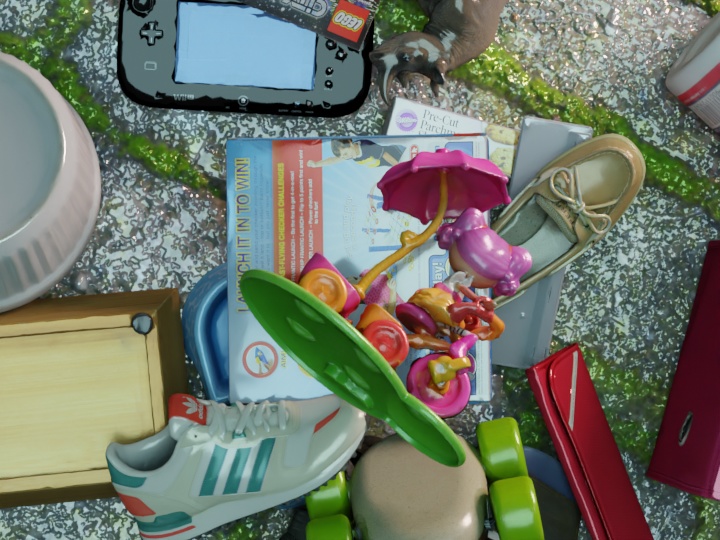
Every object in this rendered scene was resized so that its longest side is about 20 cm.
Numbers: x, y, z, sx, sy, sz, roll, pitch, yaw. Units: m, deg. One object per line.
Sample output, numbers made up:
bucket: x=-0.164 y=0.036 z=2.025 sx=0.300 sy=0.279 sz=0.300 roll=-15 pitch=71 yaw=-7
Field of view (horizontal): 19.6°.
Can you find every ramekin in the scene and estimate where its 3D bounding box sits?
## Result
ramekin: x=-0.294 y=-0.074 z=1.550 sx=0.201 sy=0.094 sz=0.204 roll=1 pitch=74 yaw=-4

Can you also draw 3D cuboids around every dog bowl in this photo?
dog bowl: x=-0.072 y=0.089 z=1.617 sx=0.111 sy=0.050 sz=0.201 roll=-15 pitch=91 yaw=-6

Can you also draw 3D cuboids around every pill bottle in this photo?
pill bottle: x=0.348 y=-0.122 z=1.626 sx=0.200 sy=0.120 sz=0.120 roll=43 pitch=86 yaw=-5

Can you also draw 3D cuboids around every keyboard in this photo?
keyboard: x=0.136 y=-0.019 z=1.634 sx=0.056 sy=0.011 sz=0.201 roll=10 pitch=104 yaw=1

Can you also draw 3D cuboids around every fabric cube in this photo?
fabric cube: x=0.353 y=0.095 z=1.586 sx=0.199 sy=0.196 sz=0.200 roll=16 pitch=88 yaw=-5

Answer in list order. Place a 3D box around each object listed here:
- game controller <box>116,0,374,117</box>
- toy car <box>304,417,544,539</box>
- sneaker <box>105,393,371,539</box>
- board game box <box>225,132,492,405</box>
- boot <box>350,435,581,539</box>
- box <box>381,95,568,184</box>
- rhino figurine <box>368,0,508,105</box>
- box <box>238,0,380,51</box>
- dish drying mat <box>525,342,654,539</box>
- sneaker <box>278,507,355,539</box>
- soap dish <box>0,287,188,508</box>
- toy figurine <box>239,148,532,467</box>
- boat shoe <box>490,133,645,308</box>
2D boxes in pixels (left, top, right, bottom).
game controller: x=-0.089 y=-0.175 z=1.622 sx=0.199 sy=0.042 sz=0.105 roll=3 pitch=89 yaw=-5
toy car: x=0.057 y=0.232 z=1.533 sx=0.163 sy=0.158 sz=0.201 roll=-12 pitch=117 yaw=2
sneaker: x=-0.092 y=0.124 z=1.504 sx=0.199 sy=0.070 sz=0.094 roll=-25 pitch=117 yaw=13
board game box: x=0.000 y=0.000 z=1.555 sx=0.195 sy=0.056 sz=0.201 roll=0 pitch=90 yaw=5
boot: x=0.089 y=0.164 z=1.631 sx=0.200 sy=0.075 sz=0.097 roll=35 pitch=72 yaw=-9
box: x=0.115 y=-0.092 z=1.642 sx=0.199 sy=0.039 sz=0.042 roll=16 pitch=88 yaw=-5
rhino figurine: x=0.072 y=-0.211 z=1.619 sx=0.087 sy=0.060 sz=0.201 roll=33 pitch=77 yaw=-4
box: x=-0.065 y=-0.265 z=1.553 sx=0.199 sy=0.038 sz=0.137 roll=20 pitch=99 yaw=-20
dish drying mat: x=0.188 y=0.160 z=1.635 sx=0.018 sy=0.077 sz=0.201 roll=-21 pitch=91 yaw=35
sneaker: x=0.008 y=0.282 z=1.612 sx=0.199 sy=0.076 sz=0.115 roll=32 pitch=88 yaw=-1
soap dish: x=-0.230 y=0.100 z=1.586 sx=0.199 sy=0.081 sz=0.158 roll=-5 pitch=90 yaw=-5
toy figurine: x=0.049 y=0.005 z=1.456 sx=0.200 sy=0.150 sz=0.184 roll=40 pitch=73 yaw=5
boat shoe: x=0.135 y=-0.027 z=1.594 sx=0.200 sy=0.063 sz=0.073 roll=-35 pitch=99 yaw=11
